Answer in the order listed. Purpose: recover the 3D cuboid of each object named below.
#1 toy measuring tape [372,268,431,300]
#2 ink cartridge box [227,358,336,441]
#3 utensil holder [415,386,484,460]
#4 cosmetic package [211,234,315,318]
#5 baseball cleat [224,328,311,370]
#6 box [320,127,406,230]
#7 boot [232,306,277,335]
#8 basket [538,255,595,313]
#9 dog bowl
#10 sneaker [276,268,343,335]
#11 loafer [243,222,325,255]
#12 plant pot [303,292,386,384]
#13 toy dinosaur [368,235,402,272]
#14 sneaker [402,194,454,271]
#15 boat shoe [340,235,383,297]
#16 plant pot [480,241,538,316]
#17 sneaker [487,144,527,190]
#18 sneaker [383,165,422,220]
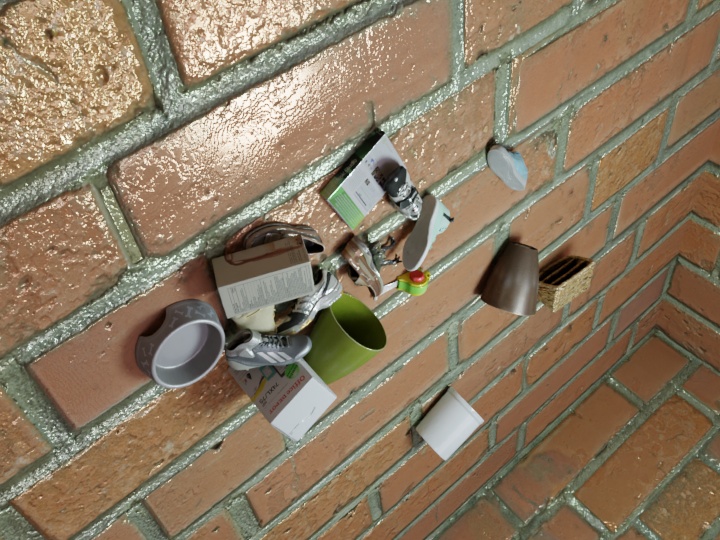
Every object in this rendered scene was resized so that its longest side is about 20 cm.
[{"bbox_3d":[0.126,0.049,1.917,0.197,0.073,0.075,-25,138,-32],"label":"toy measuring tape"},{"bbox_3d":[-0.186,0.271,1.656,0.147,0.199,0.146,-45,144,-6],"label":"ink cartridge box"},{"bbox_3d":[0.317,0.551,2.487,0.200,0.170,0.170,-45,144,-3],"label":"utensil holder"},{"bbox_3d":[-0.202,0.012,1.451,0.195,0.088,0.105,-15,139,-10],"label":"cosmetic package"},{"bbox_3d":[-0.205,0.169,1.546,0.195,0.071,0.108,-15,139,-11],"label":"baseball cleat"},{"bbox_3d":[0.009,-0.208,1.594,0.201,0.036,0.144,-50,145,-4],"label":"box"},{"bbox_3d":[-0.205,0.074,1.571,0.198,0.073,0.158,-34,141,-20],"label":"boot"},{"bbox_3d":[0.720,0.020,2.479,0.197,0.143,0.151,-31,143,-16],"label":"basket"},{"bbox_3d":[-0.376,0.163,1.475,0.197,0.058,0.204,-28,138,-28],"label":"dog bowl"},{"bbox_3d":[-0.136,0.076,1.653,0.199,0.075,0.088,-41,102,-19],"label":"sneaker"},{"bbox_3d":[-0.160,-0.060,1.511,0.197,0.063,0.073,-8,126,-44],"label":"loafer"},{"bbox_3d":[-0.063,0.194,1.770,0.185,0.189,0.201,9,131,-50],"label":"plant pot"},{"bbox_3d":[0.062,-0.033,1.801,0.087,0.047,0.202,-33,145,-18],"label":"toy dinosaur"},{"bbox_3d":[0.184,-0.086,1.836,0.117,0.073,0.205,19,92,-54],"label":"sneaker"},{"bbox_3d":[0.000,0.000,1.740,0.071,0.076,0.202,-37,133,-11],"label":"boat shoe"},{"bbox_3d":[0.499,0.018,2.232,0.184,0.185,0.205,0,107,-47],"label":"plant pot"},{"bbox_3d":[0.413,-0.307,1.938,0.200,0.072,0.084,41,60,-50],"label":"sneaker"},{"bbox_3d":[0.110,-0.178,1.637,0.074,0.088,0.200,-46,161,-2],"label":"sneaker"}]
